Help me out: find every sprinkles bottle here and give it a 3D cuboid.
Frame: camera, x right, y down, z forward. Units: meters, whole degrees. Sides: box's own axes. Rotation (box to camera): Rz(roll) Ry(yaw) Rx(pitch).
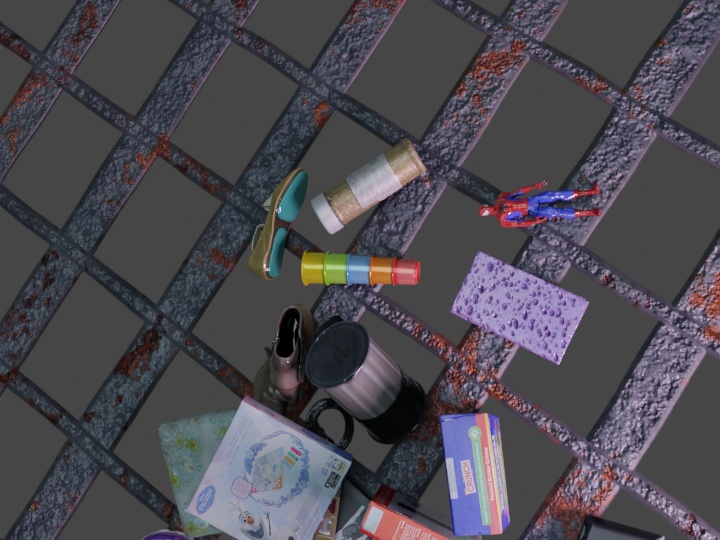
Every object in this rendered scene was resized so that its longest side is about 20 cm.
[{"bbox_3d":[0.013,-0.143,1.671,0.198,0.068,0.069,-33,74,7],"label":"sprinkles bottle"}]

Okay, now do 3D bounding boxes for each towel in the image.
[{"bbox_3d":[-0.238,0.335,1.629,0.168,0.048,0.204,-13,93,20],"label":"towel"}]

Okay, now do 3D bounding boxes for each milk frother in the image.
[{"bbox_3d":[-0.032,0.197,1.558,0.201,0.188,0.180,-49,40,-6],"label":"milk frother"}]

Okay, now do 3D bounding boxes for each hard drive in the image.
[{"bbox_3d":[0.377,0.484,1.484,0.132,0.042,0.204,13,84,16],"label":"hard drive"}]

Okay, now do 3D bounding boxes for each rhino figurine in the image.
[{"bbox_3d":[-0.142,0.205,1.655,0.086,0.060,0.204,7,80,18],"label":"rhino figurine"}]

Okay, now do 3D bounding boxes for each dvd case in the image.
[{"bbox_3d":[-0.073,0.427,1.618,0.150,0.025,0.201,38,91,17],"label":"dvd case"}]

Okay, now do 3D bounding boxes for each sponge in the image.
[{"bbox_3d":[0.255,0.059,1.596,0.197,0.030,0.113,26,88,16],"label":"sponge"}]

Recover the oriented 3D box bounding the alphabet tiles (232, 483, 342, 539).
[{"bbox_3d":[-0.117,0.383,1.584,0.163,0.006,0.204,8,97,0],"label":"alphabet tiles"}]

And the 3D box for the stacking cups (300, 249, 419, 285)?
[{"bbox_3d":[0.000,0.000,1.653,0.196,0.060,0.062,3,81,15],"label":"stacking cups"}]

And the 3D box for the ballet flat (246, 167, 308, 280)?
[{"bbox_3d":[-0.150,-0.086,1.706,0.062,0.068,0.204,15,83,30],"label":"ballet flat"}]

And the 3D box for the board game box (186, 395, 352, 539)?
[{"bbox_3d":[-0.142,0.334,1.554,0.197,0.043,0.202,29,97,-2],"label":"board game box"}]

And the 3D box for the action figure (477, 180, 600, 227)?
[{"bbox_3d":[0.289,-0.107,1.608,0.196,0.052,0.067,-6,83,16],"label":"action figure"}]

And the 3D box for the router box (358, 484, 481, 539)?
[{"bbox_3d":[0.093,0.392,1.480,0.177,0.200,0.050,25,87,7],"label":"router box"}]

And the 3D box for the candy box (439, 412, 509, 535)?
[{"bbox_3d":[0.175,0.303,1.485,0.075,0.200,0.173,-8,79,12],"label":"candy box"}]

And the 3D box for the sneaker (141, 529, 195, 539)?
[{"bbox_3d":[-0.286,0.487,1.631,0.196,0.083,0.082,16,84,17],"label":"sneaker"}]

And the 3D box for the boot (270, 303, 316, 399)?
[{"bbox_3d":[-0.107,0.104,1.584,0.069,0.147,0.203,1,54,0],"label":"boot"}]
